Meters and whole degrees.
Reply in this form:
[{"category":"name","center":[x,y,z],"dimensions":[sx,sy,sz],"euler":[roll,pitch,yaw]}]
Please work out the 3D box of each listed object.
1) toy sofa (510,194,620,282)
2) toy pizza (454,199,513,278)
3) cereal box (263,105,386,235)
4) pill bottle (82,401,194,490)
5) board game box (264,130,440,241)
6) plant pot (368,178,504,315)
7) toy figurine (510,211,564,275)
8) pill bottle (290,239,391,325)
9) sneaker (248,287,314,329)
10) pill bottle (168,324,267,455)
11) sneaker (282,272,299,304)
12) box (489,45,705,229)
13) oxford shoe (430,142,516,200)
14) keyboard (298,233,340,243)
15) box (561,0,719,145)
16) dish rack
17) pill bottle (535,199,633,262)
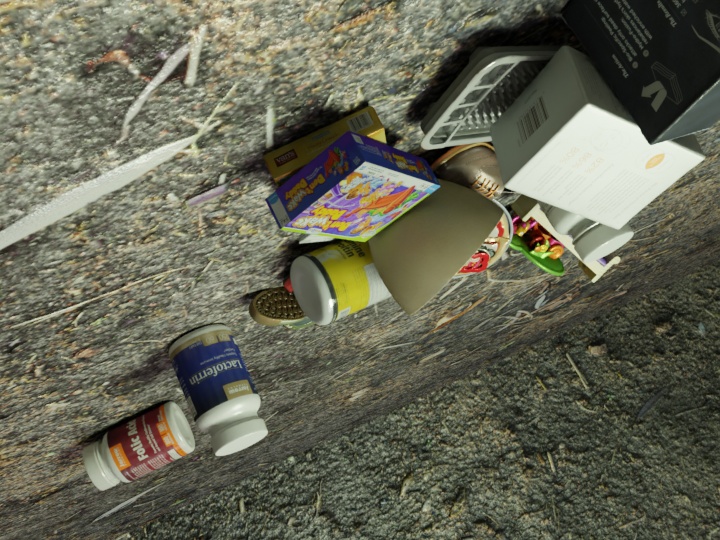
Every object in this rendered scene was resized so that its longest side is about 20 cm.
[{"category":"toy sofa","center":[0.373,-0.081,1.451],"dimensions":[0.098,0.200,0.083],"euler":[-47,-162,14]},{"category":"toy pizza","center":[0.153,-0.050,1.345],"dimensions":[0.199,0.032,0.201],"euler":[-1,136,-1]},{"category":"cereal box","center":[-0.033,-0.120,1.037],"dimensions":[0.144,0.040,0.200],"euler":[-26,162,-1]},{"category":"pill bottle","center":[-0.449,0.358,1.658],"dimensions":[0.199,0.114,0.114],"euler":[-26,162,-3]},{"category":"board game box","center":[-0.004,-0.096,1.005],"dimensions":[0.134,0.045,0.200],"euler":[-36,161,24]},{"category":"plant pot","center":[0.086,-0.055,1.159],"dimensions":[0.200,0.134,0.200],"euler":[-48,-178,2]},{"category":"toy figurine","center":[0.368,-0.114,1.537],"dimensions":[0.200,0.150,0.184],"euler":[21,120,-34]},{"category":"pill bottle","center":[0.000,0.000,1.269],"dimensions":[0.200,0.112,0.112],"euler":[-23,162,-27]},{"category":"sneaker","center":[-0.119,0.074,1.407],"dimensions":[0.200,0.067,0.090],"euler":[-13,152,-45]},{"category":"pill bottle","center":[-0.238,0.202,1.382],"dimensions":[0.115,0.200,0.116],"euler":[-24,162,-8]},{"category":"sneaker","center":[-0.040,0.037,1.370],"dimensions":[0.071,0.098,0.200],"euler":[-40,159,32]},{"category":"box","center":[0.289,-0.159,1.015],"dimensions":[0.199,0.107,0.152],"euler":[16,138,-28]},{"category":"oxford shoe","center":[0.181,-0.145,1.212],"dimensions":[0.200,0.073,0.071],"euler":[-8,155,-43]},{"category":"keyboard","center":[-0.035,-0.058,1.180],"dimensions":[0.056,0.011,0.200],"euler":[-28,176,15]},{"category":"box","center":[0.358,-0.280,0.889],"dimensions":[0.117,0.197,0.200],"euler":[-17,160,-30]},{"category":"dish rack","center":[0.173,-0.226,1.030],"dimensions":[0.200,0.044,0.172],"euler":[-12,156,-38]},{"category":"pill bottle","center":[0.344,-0.119,1.304],"dimensions":[0.114,0.200,0.114],"euler":[-24,162,-8]}]
